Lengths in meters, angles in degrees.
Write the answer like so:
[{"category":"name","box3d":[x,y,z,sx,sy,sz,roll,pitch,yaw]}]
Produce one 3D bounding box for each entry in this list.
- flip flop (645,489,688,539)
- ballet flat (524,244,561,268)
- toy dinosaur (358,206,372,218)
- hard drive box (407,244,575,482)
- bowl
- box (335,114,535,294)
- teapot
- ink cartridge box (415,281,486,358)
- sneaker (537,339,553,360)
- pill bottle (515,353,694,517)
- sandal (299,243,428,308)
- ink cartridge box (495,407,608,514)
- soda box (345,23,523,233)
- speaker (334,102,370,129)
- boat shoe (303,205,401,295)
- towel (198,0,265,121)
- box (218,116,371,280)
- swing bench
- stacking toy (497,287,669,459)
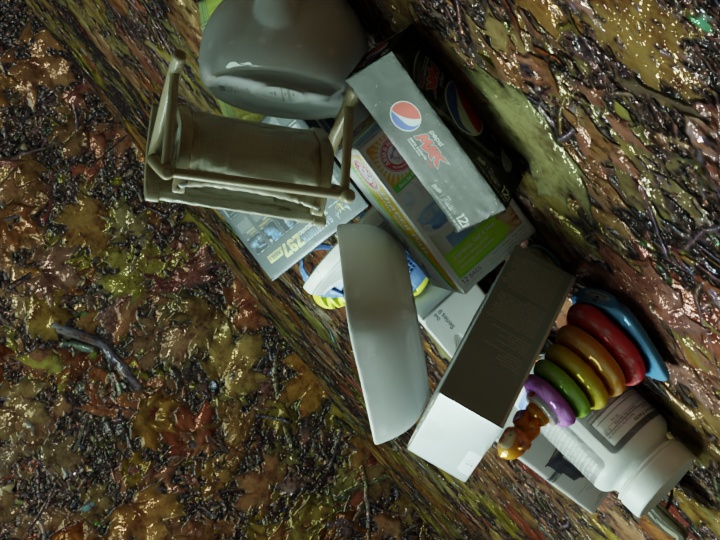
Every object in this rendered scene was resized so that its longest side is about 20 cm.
[{"category":"flip flop","box3d":[0.352,0.245,1.780,0.201,0.057,0.081,60,180,28]},{"category":"ballet flat","box3d":[0.187,0.030,1.640,0.071,0.071,0.200,46,168,10]},{"category":"toy dinosaur","box3d":[0.005,-0.101,1.755,0.199,0.106,0.181,-13,148,42]},{"category":"hard drive box","box3d":[0.137,0.099,1.515,0.076,0.201,0.156,29,151,4]},{"category":"bowl","box3d":[0.028,0.063,1.567,0.201,0.074,0.201,-95,-6,-53]},{"category":"box","box3d":[0.077,-0.088,1.547,0.201,0.112,0.101,53,169,-14]},{"category":"teapot","box3d":[-0.076,-0.253,1.516,0.196,0.148,0.199,16,164,-38]},{"category":"ink cartridge box","box3d":[0.114,0.046,1.816,0.146,0.084,0.200,49,-179,-28]},{"category":"sneaker","box3d":[0.211,0.118,1.842,0.092,0.076,0.200,41,179,-28]},{"category":"pill bottle","box3d":[0.283,0.182,1.658,0.200,0.114,0.114,45,169,20]},{"category":"sandal","box3d":[0.000,0.000,1.762,0.198,0.080,0.087,-11,146,35]},{"category":"ink cartridge box","box3d":[0.243,0.224,1.922,0.200,0.085,0.144,40,177,-39]},{"category":"soda box","box3d":[0.076,-0.141,1.435,0.070,0.064,0.201,-25,111,37]},{"category":"speaker","box3d":[-0.062,-0.214,1.745,0.200,0.081,0.081,44,168,20]},{"category":"boat shoe","box3d":[0.006,-0.018,1.671,0.068,0.072,0.200,44,127,-4]},{"category":"towel","box3d":[-0.128,-0.243,1.722,0.143,0.023,0.202,-11,98,45]},{"category":"box","box3d":[-0.084,-0.101,1.696,0.158,0.051,0.200,52,132,-2]},{"category":"swing bench","box3d":[-0.118,-0.122,1.486,0.196,0.132,0.200,7,168,-13]},{"category":"stacking toy","box3d":[0.214,0.123,1.501,0.110,0.200,0.116,52,168,-23]}]
